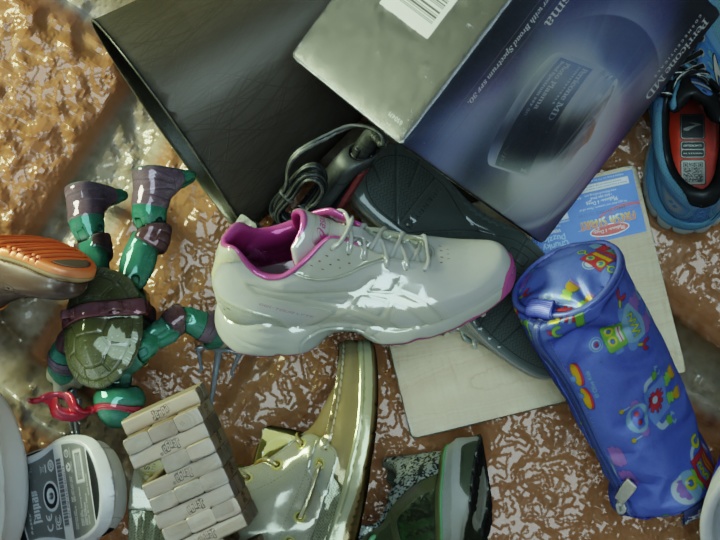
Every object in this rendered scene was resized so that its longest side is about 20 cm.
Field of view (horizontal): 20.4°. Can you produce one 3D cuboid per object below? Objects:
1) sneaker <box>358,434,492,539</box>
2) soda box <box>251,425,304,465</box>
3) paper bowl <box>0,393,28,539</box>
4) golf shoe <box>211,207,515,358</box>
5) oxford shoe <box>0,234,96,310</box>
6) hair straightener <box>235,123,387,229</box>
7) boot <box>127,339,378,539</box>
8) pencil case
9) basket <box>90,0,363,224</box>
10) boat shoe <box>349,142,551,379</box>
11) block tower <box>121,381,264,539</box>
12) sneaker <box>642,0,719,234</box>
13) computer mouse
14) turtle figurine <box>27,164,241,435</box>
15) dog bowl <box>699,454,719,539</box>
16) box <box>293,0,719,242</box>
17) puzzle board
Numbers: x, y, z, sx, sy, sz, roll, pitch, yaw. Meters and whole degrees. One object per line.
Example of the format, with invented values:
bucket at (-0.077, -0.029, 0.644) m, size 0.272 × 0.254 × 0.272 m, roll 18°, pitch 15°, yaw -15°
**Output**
sneaker at (0.032, 0.196, 1.342) m, size 0.088 × 0.200 × 0.077 m, roll -2°, pitch 131°, yaw 19°
soda box at (-0.060, 0.210, 1.372) m, size 0.067 × 0.064 × 0.201 m, roll 15°, pitch 87°, yaw 1°
paper bowl at (-0.293, 0.139, 1.322) m, size 0.104 × 0.200 × 0.202 m, roll -1°, pitch 87°, yaw -39°
golf shoe at (0.000, 0.000, 1.287) m, size 0.199 × 0.075 × 0.092 m, roll -10°, pitch 128°, yaw 0°
oxford shoe at (-0.252, 0.011, 1.345) m, size 0.200 × 0.071 × 0.073 m, roll 6°, pitch 93°, yaw 41°
hair straightener at (-0.041, -0.030, 1.320) m, size 0.077 × 0.200 × 0.041 m, roll -14°, pitch 65°, yaw -40°
boot at (-0.072, 0.132, 1.311) m, size 0.154 × 0.072 × 0.201 m, roll 11°, pitch 87°, yaw 3°
pencil case at (0.170, 0.079, 1.335) m, size 0.087 × 0.078 × 0.200 m, roll -46°, pitch 121°, yaw -33°
basket at (-0.051, -0.153, 1.357) m, size 0.200 × 0.136 × 0.181 m, roll -37°, pitch 107°, yaw -6°
boat shoe at (0.069, -0.004, 1.375) m, size 0.202 × 0.065 × 0.074 m, roll 41°, pitch 76°, yaw -3°
block tower at (-0.086, 0.175, 1.252) m, size 0.058 × 0.054 × 0.201 m, roll -24°, pitch 92°, yaw 5°
sneaker at (0.230, -0.129, 1.377) m, size 0.078 × 0.090 × 0.201 m, roll -7°, pitch 85°, yaw -1°
computer mouse at (-0.204, 0.155, 1.331) m, size 0.044 × 0.200 × 0.110 m, roll -2°, pitch 80°, yaw -39°
turtle figurine at (-0.156, 0.035, 1.353) m, size 0.149 × 0.101 × 0.201 m, roll -5°, pitch 77°, yaw 15°
dog bowl at (0.328, 0.162, 1.312) m, size 0.200 × 0.200 × 0.079 m, roll 29°, pitch 45°, yaw 1°
box at (0.100, -0.153, 1.297) m, size 0.123 × 0.198 × 0.200 m, roll 42°, pitch 97°, yaw 35°
puzzle board at (0.114, 0.022, 1.407) m, size 0.199 × 0.017 × 0.151 m, roll -14°, pitch 86°, yaw -2°
